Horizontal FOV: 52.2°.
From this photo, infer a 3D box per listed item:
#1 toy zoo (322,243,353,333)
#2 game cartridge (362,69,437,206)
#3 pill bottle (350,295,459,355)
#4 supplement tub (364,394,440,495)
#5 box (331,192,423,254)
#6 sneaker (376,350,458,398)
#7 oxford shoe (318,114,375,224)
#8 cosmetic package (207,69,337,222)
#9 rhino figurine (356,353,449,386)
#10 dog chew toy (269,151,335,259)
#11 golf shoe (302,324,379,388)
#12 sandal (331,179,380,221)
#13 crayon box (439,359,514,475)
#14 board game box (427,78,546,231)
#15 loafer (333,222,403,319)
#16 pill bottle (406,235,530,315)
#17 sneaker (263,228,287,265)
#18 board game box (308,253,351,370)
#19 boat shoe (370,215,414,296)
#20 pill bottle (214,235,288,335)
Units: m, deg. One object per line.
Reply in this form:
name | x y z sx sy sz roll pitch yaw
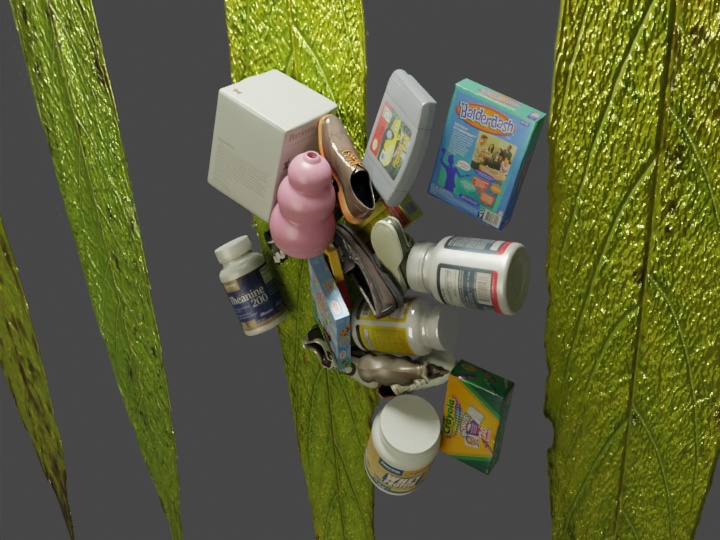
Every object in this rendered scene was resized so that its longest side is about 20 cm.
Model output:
toy zoo | -0.055 0.013 1.489 0.131 0.020 0.205 -140 34 -69
game cartridge | 0.065 -0.221 1.261 0.134 0.040 0.203 53 136 40
pill bottle | 0.087 0.105 1.418 0.196 0.112 0.115 1 115 38
supplement tub | 0.086 0.357 1.507 0.143 0.145 0.202 34 146 17
box | 0.030 -0.078 1.404 0.076 0.050 0.199 54 133 2
sneaker | 0.112 0.219 1.482 0.199 0.084 0.074 -32 91 42
oxford shoe | -0.017 -0.190 1.312 0.073 0.070 0.204 -25 85 61
cosmetic package | -0.169 -0.238 1.392 0.164 0.167 0.203 32 130 19
rhino figurine | 0.081 0.193 1.417 0.195 0.087 0.062 -1 78 29
dog chew toy | -0.098 -0.121 1.312 0.123 0.124 0.203 30 134 20
golf shoe | -0.039 0.196 1.586 0.198 0.088 0.078 37 130 14
sandal | -0.046 -0.136 1.396 0.196 0.054 0.084 -16 63 34
crayon box | 0.225 0.289 1.447 0.117 0.058 0.204 21 125 27
board game box | 0.203 -0.189 1.211 0.150 0.045 0.204 31 129 22
loafer | 0.000 0.000 1.370 0.201 0.062 0.072 52 163 14
pill bottle | 0.185 0.003 1.280 0.196 0.119 0.123 9 119 34
sneaker | -0.142 -0.090 1.521 0.091 0.066 0.199 53 135 -1
board game box | -0.061 0.087 1.485 0.202 0.036 0.153 91 157 -54
boat shoe | 0.067 -0.035 1.342 0.071 0.060 0.204 33 156 30
pill bottle | -0.247 0.032 1.640 0.109 0.111 0.204 -13 106 41
